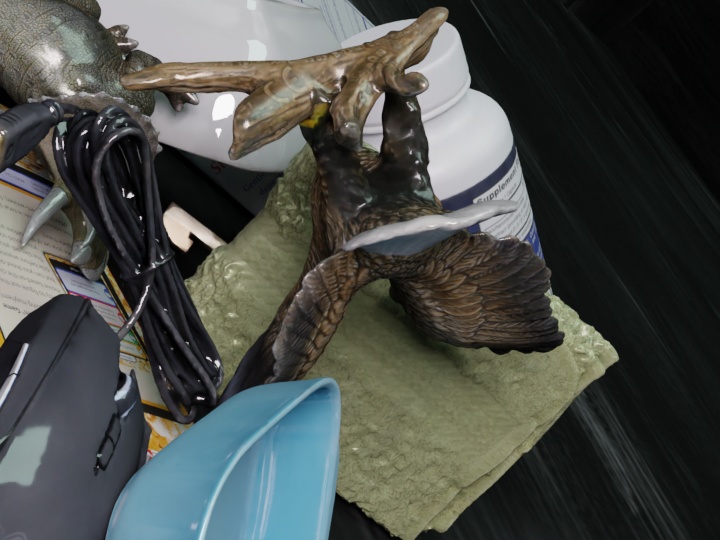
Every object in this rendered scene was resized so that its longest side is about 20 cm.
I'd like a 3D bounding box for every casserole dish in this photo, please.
[{"bbox_3d":[-0.049,0.103,0.640,0.039,0.122,0.200,11,11,12],"label":"casserole dish"}]

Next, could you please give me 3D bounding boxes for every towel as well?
[{"bbox_3d":[0.011,0.036,0.877,0.200,0.148,0.037,37,16,-26],"label":"towel"}]

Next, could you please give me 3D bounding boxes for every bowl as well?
[{"bbox_3d":[-0.100,-0.115,0.908,0.199,0.075,0.200,19,9,12],"label":"bowl"}]

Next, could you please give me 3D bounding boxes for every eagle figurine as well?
[{"bbox_3d":[0.001,-0.004,0.742,0.151,0.201,0.151,12,39,20],"label":"eagle figurine"}]

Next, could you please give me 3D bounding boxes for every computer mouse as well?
[{"bbox_3d":[-0.099,0.026,0.587,0.200,0.046,0.141,-48,126,-54],"label":"computer mouse"}]

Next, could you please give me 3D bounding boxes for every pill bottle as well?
[{"bbox_3d":[0.040,-0.034,1.046,0.111,0.110,0.201,-101,174,-62],"label":"pill bottle"}]

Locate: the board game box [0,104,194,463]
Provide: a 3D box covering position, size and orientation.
[{"bbox_3d":[-0.151,0.001,0.698,0.151,0.046,0.201,25,28,-56],"label":"board game box"}]

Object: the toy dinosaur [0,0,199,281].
[{"bbox_3d":[-0.128,-0.091,0.758,0.201,0.077,0.102,55,9,18],"label":"toy dinosaur"}]

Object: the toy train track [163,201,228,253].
[{"bbox_3d":[-0.028,0.037,0.961,0.200,0.033,0.115,38,-6,-7],"label":"toy train track"}]

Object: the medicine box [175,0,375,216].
[{"bbox_3d":[-0.045,-0.114,1.158,0.200,0.103,0.183,40,18,-27],"label":"medicine box"}]
